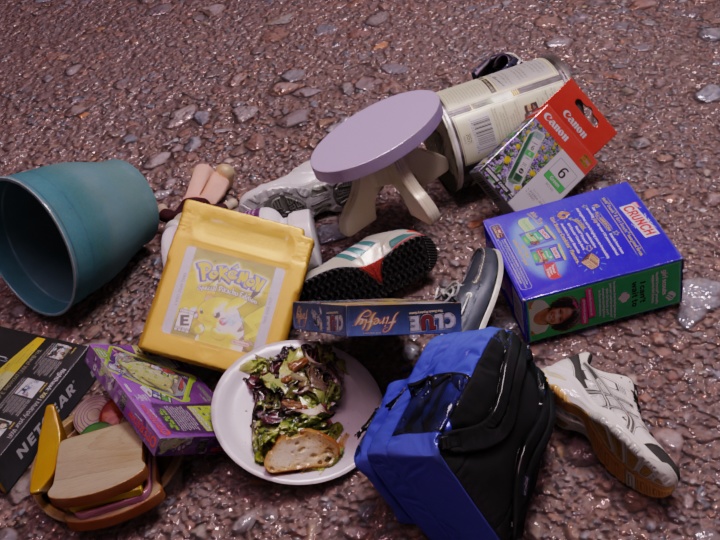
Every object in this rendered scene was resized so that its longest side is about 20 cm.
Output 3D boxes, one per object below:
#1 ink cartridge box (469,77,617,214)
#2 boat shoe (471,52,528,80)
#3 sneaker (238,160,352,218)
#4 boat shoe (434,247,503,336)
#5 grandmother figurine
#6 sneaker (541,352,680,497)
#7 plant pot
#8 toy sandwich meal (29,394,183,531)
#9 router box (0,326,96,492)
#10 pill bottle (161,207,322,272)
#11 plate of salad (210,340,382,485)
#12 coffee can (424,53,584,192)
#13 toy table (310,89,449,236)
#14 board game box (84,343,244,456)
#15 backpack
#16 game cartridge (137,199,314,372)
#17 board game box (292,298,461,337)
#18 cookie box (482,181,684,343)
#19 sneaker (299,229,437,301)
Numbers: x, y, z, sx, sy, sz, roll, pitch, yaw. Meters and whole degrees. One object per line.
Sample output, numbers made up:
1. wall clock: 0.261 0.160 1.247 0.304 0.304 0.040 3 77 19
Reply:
1. ink cartridge box: 0.257 -0.160 1.324 0.200 0.109 0.050 -44 7 -6
2. boat shoe: 0.257 -0.313 1.557 0.200 0.093 0.074 -37 46 -26
3. sneaker: -0.089 -0.117 1.444 0.199 0.078 0.099 -15 33 -17
4. boat shoe: 0.119 0.050 1.164 0.062 0.075 0.201 23 64 -6
5. grandmother figurine: -0.245 -0.094 1.440 0.120 0.061 0.200 -13 29 12
6. sneaker: 0.272 0.151 1.031 0.087 0.076 0.200 -27 44 -20
7. plant pot: -0.393 -0.066 1.371 0.199 0.201 0.188 19 35 32
8. toy sandwich meal: -0.295 0.205 1.113 0.204 0.071 0.206 -7 40 6
9. router box: -0.446 0.165 1.212 0.156 0.052 0.200 10 45 23
10. pill bottle: -0.156 -0.022 1.307 0.199 0.113 0.113 -11 40 4
11. plate of salad: -0.070 0.151 1.111 0.199 0.048 0.201 3 46 -3
12. coffee can: 0.202 -0.214 1.415 0.199 0.147 0.147 -19 40 -8
13. toy table: 0.037 -0.141 1.316 0.199 0.118 0.184 -28 36 -9
14. board game box: -0.230 0.148 1.147 0.120 0.032 0.200 12 19 -43
15. backpack: 0.098 0.156 1.002 0.167 0.163 0.200 -5 38 40
16. game cartridge: -0.163 0.025 1.215 0.175 0.032 0.201 14 75 3
17. board game box: 0.013 0.053 1.126 0.135 0.035 0.200 -1 0 -20
18. cookie box: 0.274 -0.013 1.219 0.199 0.076 0.172 -15 39 -2
19. sneaker: 0.000 -0.001 1.295 0.199 0.071 0.093 -24 20 -6
